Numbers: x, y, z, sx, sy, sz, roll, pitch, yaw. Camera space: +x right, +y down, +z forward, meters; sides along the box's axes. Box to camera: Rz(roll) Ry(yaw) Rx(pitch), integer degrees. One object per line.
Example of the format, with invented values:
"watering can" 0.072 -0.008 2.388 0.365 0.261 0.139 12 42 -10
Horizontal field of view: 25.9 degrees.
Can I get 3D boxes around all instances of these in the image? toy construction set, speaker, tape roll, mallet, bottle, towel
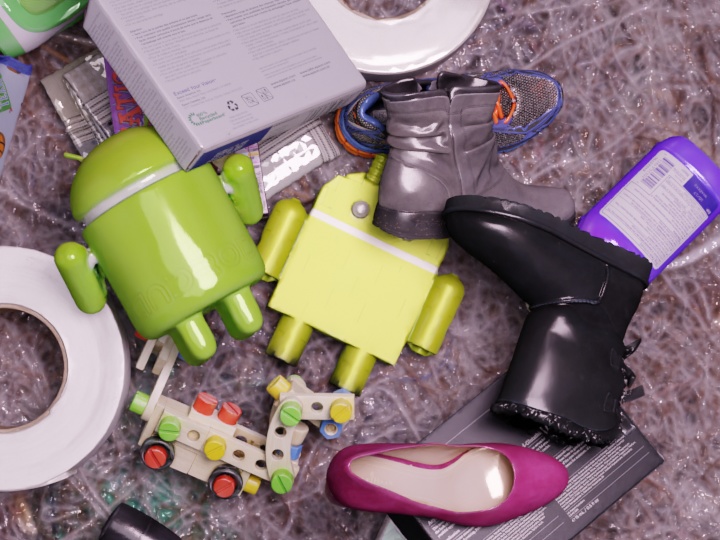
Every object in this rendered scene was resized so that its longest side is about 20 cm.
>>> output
"toy construction set" -0.112 0.114 1.299 0.199 0.092 0.131 29 109 6
"speaker" -0.241 -0.267 1.321 0.200 0.088 0.089 -38 89 -6
"tape roll" 0.018 -0.267 1.365 0.202 0.037 0.204 0 87 -5
"mallet" -0.234 0.286 1.308 0.066 0.041 0.200 40 88 -2
"bottle" 0.227 -0.024 1.343 0.084 0.065 0.200 45 80 4
"tape roll" -0.292 0.083 1.299 0.201 0.071 0.203 0 85 -5
"towel" -0.148 -0.129 1.343 0.200 0.035 0.193 -31 89 -5

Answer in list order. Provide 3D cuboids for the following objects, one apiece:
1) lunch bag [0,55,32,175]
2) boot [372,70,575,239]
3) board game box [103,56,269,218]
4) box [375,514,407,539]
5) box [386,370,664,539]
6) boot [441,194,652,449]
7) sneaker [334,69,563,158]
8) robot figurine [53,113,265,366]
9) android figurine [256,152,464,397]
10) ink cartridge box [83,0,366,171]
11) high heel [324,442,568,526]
"lunch bag" -0.398 -0.123 1.281 0.199 0.124 0.171 16 86 19
"boot" 0.105 -0.095 1.298 0.199 0.070 0.132 -3 109 -32
"board game box" -0.150 -0.135 1.320 0.119 0.032 0.201 -10 84 -1
"box" 0.095 0.286 1.331 0.199 0.036 0.145 25 84 -1
"box" 0.127 0.168 1.297 0.200 0.079 0.141 -36 85 -17
"boot" 0.140 0.044 1.244 0.198 0.073 0.163 21 75 -16
"sneaker" 0.079 -0.134 1.339 0.199 0.078 0.076 -11 87 -5
"robot figurine" -0.152 -0.026 1.236 0.175 0.116 0.200 -30 89 -12
"android figurine" 0.000 0.000 1.341 0.182 0.041 0.201 27 86 -5
"ink cartridge box" -0.120 -0.194 1.260 0.196 0.043 0.200 -27 78 -43
"high heel" 0.072 0.156 1.201 0.199 0.096 0.068 5 73 -8
